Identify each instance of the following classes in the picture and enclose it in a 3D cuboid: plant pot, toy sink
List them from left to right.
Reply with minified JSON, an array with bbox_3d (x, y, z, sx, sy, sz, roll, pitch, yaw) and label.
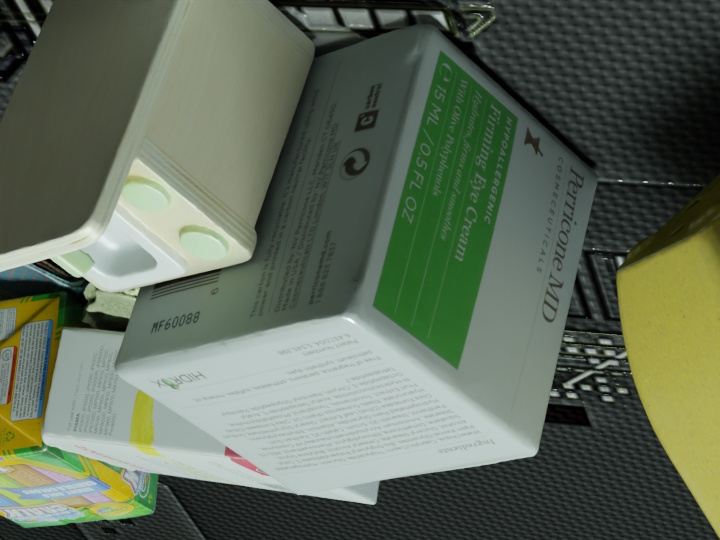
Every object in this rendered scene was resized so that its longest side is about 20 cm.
[{"bbox_3d":[-0.125,-0.062,1.291,0.130,0.201,0.112,-14,137,41],"label":"toy sink"},{"bbox_3d":[0.257,0.030,1.258,0.200,0.194,0.195,50,160,-2],"label":"plant pot"}]

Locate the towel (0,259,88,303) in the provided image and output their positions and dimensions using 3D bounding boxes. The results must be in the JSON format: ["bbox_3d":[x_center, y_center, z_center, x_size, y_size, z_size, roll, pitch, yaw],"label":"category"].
[{"bbox_3d":[-0.285,0.018,1.703,0.146,0.022,0.200,21,151,-8],"label":"towel"}]

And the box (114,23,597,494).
[{"bbox_3d":[0.000,0.000,1.341,0.199,0.200,0.171,-13,141,41],"label":"box"}]

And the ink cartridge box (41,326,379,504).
[{"bbox_3d":[-0.099,0.100,1.587,0.199,0.084,0.145,4,167,27],"label":"ink cartridge box"}]

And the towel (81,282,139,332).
[{"bbox_3d":[-0.093,0.036,1.579,0.199,0.037,0.148,11,167,-5],"label":"towel"}]

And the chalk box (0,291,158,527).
[{"bbox_3d":[-0.223,0.114,1.708,0.123,0.125,0.200,-9,155,25],"label":"chalk box"}]
